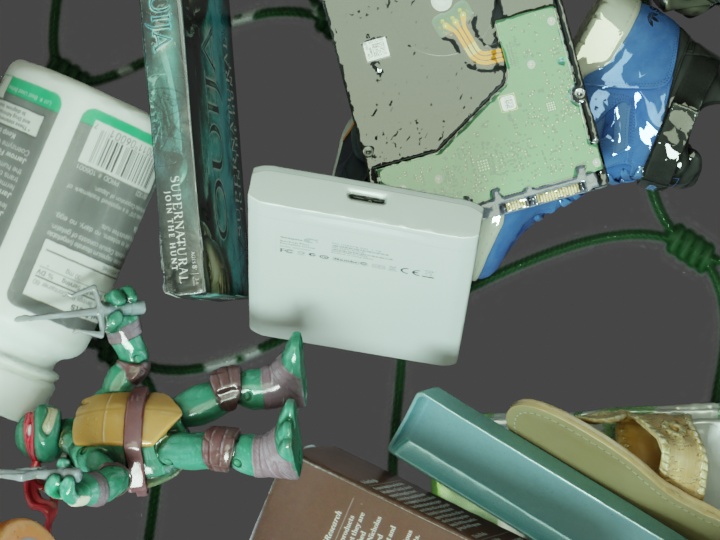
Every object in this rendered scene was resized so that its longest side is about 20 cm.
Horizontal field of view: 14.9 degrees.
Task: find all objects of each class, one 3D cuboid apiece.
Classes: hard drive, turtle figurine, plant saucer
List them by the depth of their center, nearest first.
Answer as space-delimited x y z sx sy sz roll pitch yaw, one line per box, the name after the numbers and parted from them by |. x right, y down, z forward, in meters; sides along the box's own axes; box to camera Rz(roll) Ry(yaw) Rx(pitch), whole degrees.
-0.133 0.084 1.611 0.199 0.101 0.150 -3 57 4 | turtle figurine
0.000 0.000 1.619 0.131 0.200 0.027 10 67 2 | hard drive
0.056 -0.128 1.622 0.139 0.038 0.201 -16 88 5 | hard drive
0.113 0.138 1.656 0.199 0.070 0.019 31 51 4 | plant saucer

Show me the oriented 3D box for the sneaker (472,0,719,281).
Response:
0.146 -0.061 1.676 0.111 0.077 0.201 31 95 -4 | sneaker

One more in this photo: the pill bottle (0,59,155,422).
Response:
-0.199 -0.016 1.665 0.113 0.113 0.201 24 88 2 | pill bottle

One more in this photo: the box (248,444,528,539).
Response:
0.042 0.177 1.637 0.199 0.100 0.075 27 95 14 | box

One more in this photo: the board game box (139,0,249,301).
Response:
-0.098 -0.083 1.654 0.028 0.135 0.201 -6 88 10 | board game box

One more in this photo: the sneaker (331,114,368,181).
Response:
0.034 -0.096 1.682 0.078 0.079 0.201 20 90 1 | sneaker

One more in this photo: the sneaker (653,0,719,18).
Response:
0.251 -0.185 1.682 0.199 0.076 0.115 28 90 6 | sneaker

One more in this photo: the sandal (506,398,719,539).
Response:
0.187 0.121 1.657 0.211 0.078 0.070 35 60 -3 | sandal

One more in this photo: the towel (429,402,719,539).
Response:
0.142 0.158 1.691 0.199 0.031 0.150 -2 87 2 | towel

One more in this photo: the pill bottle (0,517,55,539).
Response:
-0.262 0.197 1.570 0.199 0.106 0.107 -18 87 27 | pill bottle
